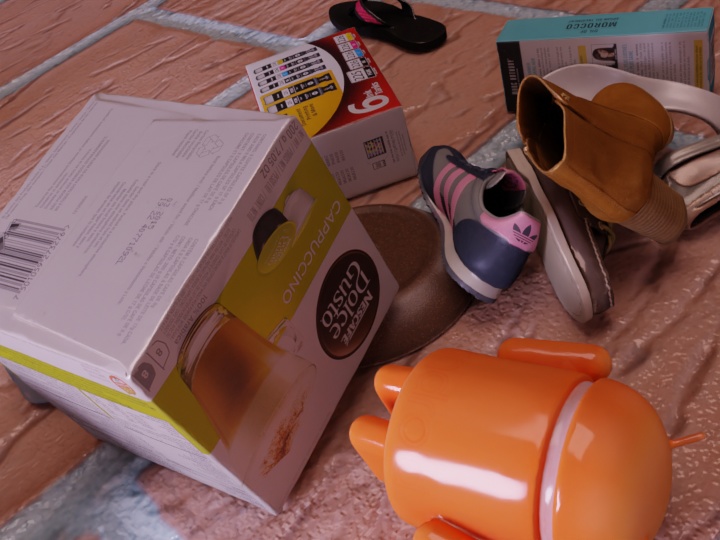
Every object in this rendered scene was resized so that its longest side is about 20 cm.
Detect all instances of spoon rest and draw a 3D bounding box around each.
[{"bbox_3d":[0.239,-0.146,0.833,0.200,0.061,0.100,11,66,30],"label":"spoon rest"}]

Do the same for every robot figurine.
[{"bbox_3d":[0.093,0.113,0.543,0.200,0.117,0.144,8,18,31],"label":"robot figurine"}]

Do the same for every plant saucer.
[{"bbox_3d":[0.000,0.000,0.782,0.200,0.037,0.201,-12,38,9],"label":"plant saucer"}]

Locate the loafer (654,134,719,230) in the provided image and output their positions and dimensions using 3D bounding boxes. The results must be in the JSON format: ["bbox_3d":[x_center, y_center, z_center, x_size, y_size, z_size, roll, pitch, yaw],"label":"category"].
[{"bbox_3d":[0.337,-0.086,0.734,0.200,0.072,0.063,-21,54,7],"label":"loafer"}]

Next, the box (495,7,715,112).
[{"bbox_3d":[0.239,-0.204,0.895,0.199,0.082,0.049,4,42,26],"label":"box"}]

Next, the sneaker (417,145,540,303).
[{"bbox_3d":[0.103,-0.061,0.761,0.082,0.070,0.200,-51,30,27],"label":"sneaker"}]

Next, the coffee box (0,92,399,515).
[{"bbox_3d":[-0.125,0.019,0.650,0.200,0.198,0.200,12,60,34],"label":"coffee box"}]

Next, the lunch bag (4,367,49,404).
[{"bbox_3d":[-0.256,0.015,0.833,0.160,0.083,0.200,-23,39,-11],"label":"lunch bag"}]

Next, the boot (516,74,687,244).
[{"bbox_3d":[0.179,-0.117,0.716,0.071,0.144,0.201,-43,32,32],"label":"boot"}]

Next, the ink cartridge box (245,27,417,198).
[{"bbox_3d":[-0.055,-0.152,0.949,0.175,0.084,0.200,-20,39,-2],"label":"ink cartridge box"}]

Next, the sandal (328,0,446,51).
[{"bbox_3d":[0.032,-0.325,1.154,0.075,0.045,0.200,-36,41,-21],"label":"sandal"}]

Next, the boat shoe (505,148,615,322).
[{"bbox_3d":[0.168,-0.038,0.733,0.059,0.072,0.200,-12,38,0],"label":"boat shoe"}]
